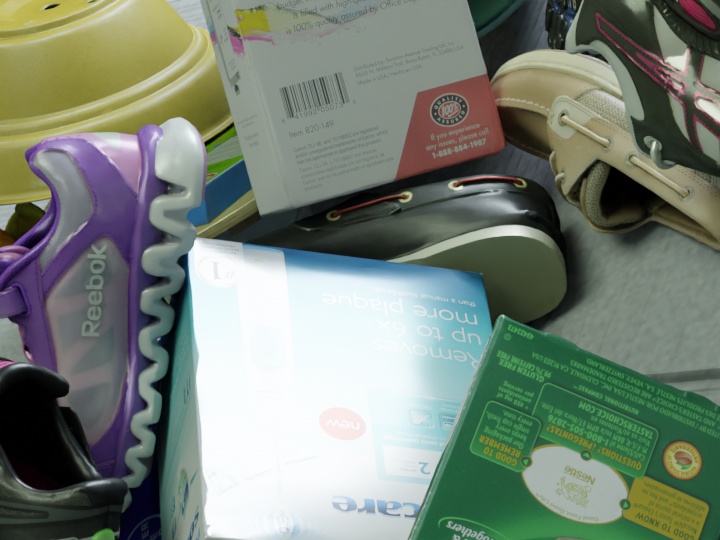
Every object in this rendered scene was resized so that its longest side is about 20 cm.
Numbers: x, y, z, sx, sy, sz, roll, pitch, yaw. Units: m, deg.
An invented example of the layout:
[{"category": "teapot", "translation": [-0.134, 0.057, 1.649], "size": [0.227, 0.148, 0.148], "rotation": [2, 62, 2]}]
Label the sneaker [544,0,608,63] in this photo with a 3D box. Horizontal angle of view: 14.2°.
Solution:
[{"category": "sneaker", "translation": [0.155, -0.122, 1.385], "size": [0.200, 0.078, 0.075], "rotation": [33, 113, 56]}]

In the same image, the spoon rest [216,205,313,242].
[{"category": "spoon rest", "translation": [-0.042, 0.007, 1.506], "size": [0.099, 0.061, 0.200], "rotation": [-52, 33, -5]}]

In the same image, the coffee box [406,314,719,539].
[{"category": "coffee box", "translation": [0.074, 0.130, 1.180], "size": [0.044, 0.123, 0.200], "rotation": [114, 178, -65]}]

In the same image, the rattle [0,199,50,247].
[{"category": "rattle", "translation": [-0.154, -0.075, 1.664], "size": [0.200, 0.143, 0.130], "rotation": [-44, 13, 21]}]

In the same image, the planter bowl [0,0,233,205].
[{"category": "planter bowl", "translation": [-0.163, -0.116, 1.625], "size": [0.200, 0.084, 0.200], "rotation": [-13, 23, 6]}]

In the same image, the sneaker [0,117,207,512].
[{"category": "sneaker", "translation": [-0.130, 0.024, 1.317], "size": [0.080, 0.088, 0.200], "rotation": [-147, 66, -73]}]

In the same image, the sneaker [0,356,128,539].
[{"category": "sneaker", "translation": [-0.166, 0.063, 1.271], "size": [0.200, 0.077, 0.084], "rotation": [40, 118, 27]}]

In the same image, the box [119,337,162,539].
[{"category": "box", "translation": [-0.130, 0.153, 1.422], "size": [0.200, 0.105, 0.184], "rotation": [-37, 34, 21]}]

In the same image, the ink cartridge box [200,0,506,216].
[{"category": "ink cartridge box", "translation": [-0.016, -0.138, 1.413], "size": [0.116, 0.200, 0.067], "rotation": [-15, 2, -15]}]

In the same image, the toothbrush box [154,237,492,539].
[{"category": "toothbrush box", "translation": [-0.012, 0.085, 1.292], "size": [0.200, 0.146, 0.085], "rotation": [-96, 18, -49]}]

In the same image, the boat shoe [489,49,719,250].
[{"category": "boat shoe", "translation": [0.118, -0.055, 1.361], "size": [0.200, 0.071, 0.065], "rotation": [17, 70, 55]}]

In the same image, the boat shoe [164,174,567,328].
[{"category": "boat shoe", "translation": [0.001, 0.002, 1.401], "size": [0.201, 0.074, 0.063], "rotation": [-11, 35, 8]}]

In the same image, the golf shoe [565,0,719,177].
[{"category": "golf shoe", "translation": [0.172, -0.065, 1.256], "size": [0.088, 0.077, 0.200], "rotation": [-48, 66, 31]}]

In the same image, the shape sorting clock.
[{"category": "shape sorting clock", "translation": [-0.064, -0.048, 1.533], "size": [0.200, 0.039, 0.200], "rotation": [-28, 11, 6]}]

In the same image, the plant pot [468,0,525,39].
[{"category": "plant pot", "translation": [0.018, -0.212, 1.535], "size": [0.201, 0.201, 0.161], "rotation": [-44, 0, 9]}]
